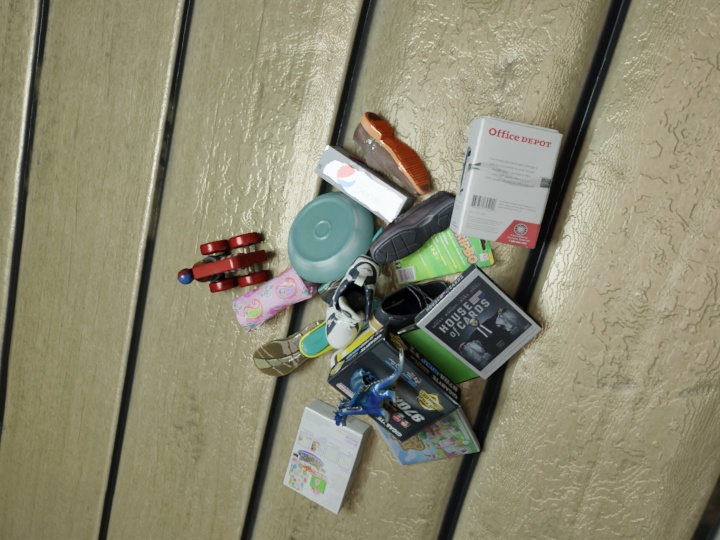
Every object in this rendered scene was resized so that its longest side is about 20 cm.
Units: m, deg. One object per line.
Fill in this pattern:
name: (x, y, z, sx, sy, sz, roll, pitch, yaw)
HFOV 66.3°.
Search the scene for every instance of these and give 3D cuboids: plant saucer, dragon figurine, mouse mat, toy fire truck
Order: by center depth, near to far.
dragon figurine: (0.011, 0.210, 0.951, 0.098, 0.059, 0.202, 13, 132, -6)
mouse mat: (0.153, 0.162, 1.050, 0.197, 0.008, 0.163, -17, 119, 3)
plant saucer: (-0.070, -0.076, 1.111, 0.197, 0.036, 0.203, -10, 65, 22)
toy fire truck: (-0.305, -0.010, 1.188, 0.197, 0.168, 0.114, -11, 93, 22)

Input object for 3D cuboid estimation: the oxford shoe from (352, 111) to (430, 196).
oxford shoe: (0.060, -0.215, 1.081, 0.201, 0.071, 0.073, 54, 129, 13)

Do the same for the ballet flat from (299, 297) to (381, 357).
ballet flat: (-0.039, 0.115, 1.149, 0.198, 0.067, 0.067, -31, 85, -3)

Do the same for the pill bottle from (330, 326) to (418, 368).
pill bottle: (0.044, 0.162, 1.106, 0.199, 0.111, 0.112, -39, 83, 22)

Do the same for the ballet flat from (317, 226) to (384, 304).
ballet flat: (0.000, 0.000, 1.127, 0.068, 0.068, 0.200, 45, 106, -6)

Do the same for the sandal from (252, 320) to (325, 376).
sandal: (-0.143, 0.170, 1.217, 0.198, 0.054, 0.081, -29, 92, 8)

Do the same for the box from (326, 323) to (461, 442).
box: (0.062, 0.211, 1.010, 0.200, 0.046, 0.159, 42, 121, -14)

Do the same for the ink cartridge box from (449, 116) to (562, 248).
ink cartridge box: (0.252, -0.155, 0.973, 0.144, 0.083, 0.204, 10, 101, -4)

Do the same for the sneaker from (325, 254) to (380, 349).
sneaker: (-0.025, 0.079, 1.028, 0.079, 0.130, 0.201, 30, 112, 0)

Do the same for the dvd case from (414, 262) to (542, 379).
dvd case: (0.217, 0.098, 1.007, 0.199, 0.025, 0.150, 38, 107, -25)

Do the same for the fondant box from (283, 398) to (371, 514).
fondant box: (-0.075, 0.408, 1.215, 0.142, 0.058, 0.203, 22, 104, 17)

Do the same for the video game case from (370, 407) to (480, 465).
video game case: (0.120, 0.304, 1.097, 0.180, 0.022, 0.202, -18, 118, 22)

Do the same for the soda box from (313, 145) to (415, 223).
soda box: (0.008, -0.171, 1.097, 0.199, 0.068, 0.064, 35, 109, 14)

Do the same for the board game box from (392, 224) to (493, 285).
board game box: (0.157, -0.038, 1.080, 0.197, 0.030, 0.097, -13, 92, 25)

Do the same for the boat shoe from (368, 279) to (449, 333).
boat shoe: (0.101, 0.060, 1.030, 0.075, 0.198, 0.063, 47, 141, 29)

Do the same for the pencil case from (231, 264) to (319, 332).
pencil case: (-0.185, 0.057, 1.193, 0.198, 0.087, 0.088, -31, 86, 20)

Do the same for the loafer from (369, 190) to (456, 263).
loafer: (0.100, -0.084, 1.049, 0.198, 0.072, 0.063, -31, 46, -4)
